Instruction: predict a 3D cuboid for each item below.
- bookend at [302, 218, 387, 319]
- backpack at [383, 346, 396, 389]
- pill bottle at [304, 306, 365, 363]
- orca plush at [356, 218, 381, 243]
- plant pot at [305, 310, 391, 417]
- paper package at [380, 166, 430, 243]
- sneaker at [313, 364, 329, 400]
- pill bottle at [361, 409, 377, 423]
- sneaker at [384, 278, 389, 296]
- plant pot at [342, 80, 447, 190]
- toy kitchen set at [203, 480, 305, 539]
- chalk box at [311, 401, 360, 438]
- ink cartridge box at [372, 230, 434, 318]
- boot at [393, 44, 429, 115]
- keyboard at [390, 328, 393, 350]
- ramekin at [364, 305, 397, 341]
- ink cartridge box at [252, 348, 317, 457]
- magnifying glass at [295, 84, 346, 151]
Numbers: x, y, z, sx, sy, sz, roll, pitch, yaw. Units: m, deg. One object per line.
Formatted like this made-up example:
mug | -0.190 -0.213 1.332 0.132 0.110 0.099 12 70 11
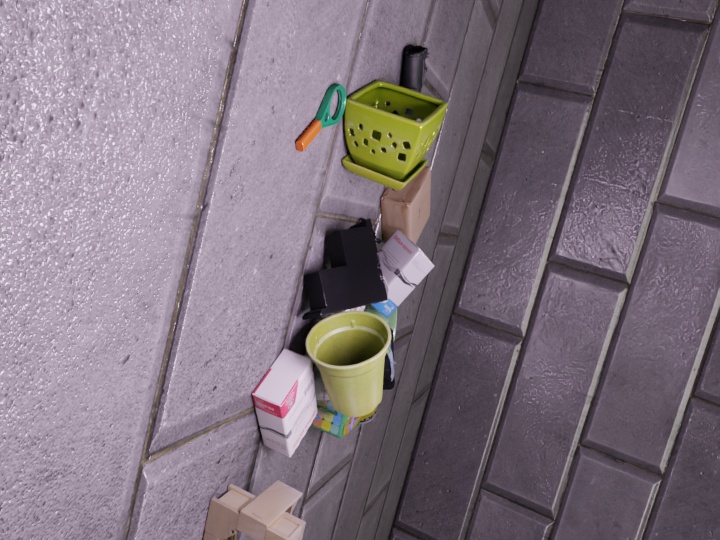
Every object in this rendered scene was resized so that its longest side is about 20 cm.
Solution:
bookend | -0.054 -0.004 1.411 0.197 0.091 0.204 -11 87 -36
backpack | 0.018 0.231 1.604 0.201 0.159 0.157 81 10 -62
pill bottle | -0.067 0.148 1.518 0.114 0.111 0.204 49 60 -68
orca plush | 0.024 -0.074 1.649 0.200 0.070 0.107 55 54 -67
plant pot | -0.019 0.231 1.396 0.201 0.196 0.188 -50 141 -48
paper package | 0.144 -0.198 1.840 0.202 0.101 0.192 83 30 -49
sneaker | -0.089 0.290 1.588 0.200 0.097 0.077 -53 150 -63
pill bottle | -0.002 0.395 1.920 0.203 0.112 0.115 85 29 -48
sneaker | 0.000 0.000 1.556 0.078 0.097 0.204 -40 113 -63
plant pot | 0.073 -0.314 1.408 0.200 0.195 0.185 -47 155 -52
toy kitchen set | -0.222 0.588 1.321 0.163 0.196 0.185 -12 118 -68
chalk box | -0.075 0.385 1.688 0.199 0.122 0.127 -3 109 -69
ink cartridge box | 0.091 0.007 1.669 0.200 0.145 0.084 -47 125 5
boot | 0.132 -0.501 1.592 0.199 0.072 0.166 -60 161 -52
keyboard | 0.034 0.249 1.708 0.021 0.124 0.204 -100 -173 -58
ramekin | 0.043 0.181 1.794 0.200 0.095 0.206 -170 -90 -85
ink cartridge box | -0.173 0.313 1.403 0.146 0.083 0.203 -55 153 -42
magnifying glass | -0.079 -0.314 1.234 0.081 0.022 0.202 86 26 -48
